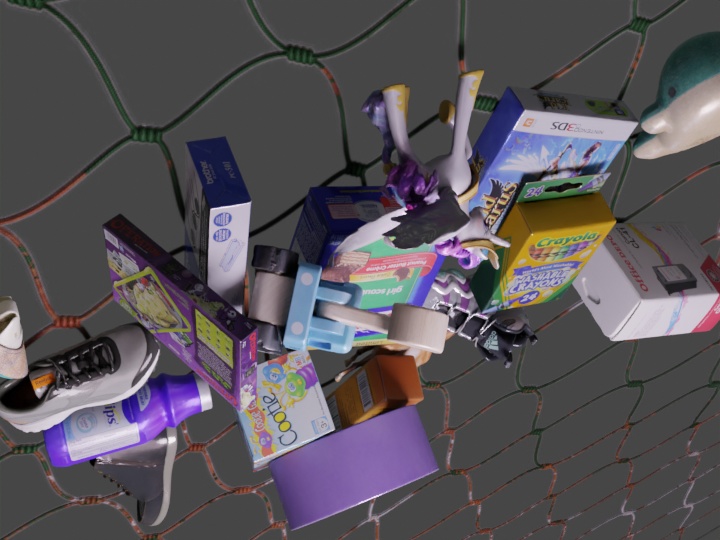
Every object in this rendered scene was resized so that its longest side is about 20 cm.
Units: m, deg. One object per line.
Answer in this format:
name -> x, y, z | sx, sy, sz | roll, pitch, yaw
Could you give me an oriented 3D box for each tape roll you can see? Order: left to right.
tape roll -> -0.008, 0.241, 1.150 | 0.196, 0.086, 0.200 | -20, 168, -5

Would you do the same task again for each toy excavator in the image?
toy excavator -> -0.020, 0.043, 0.936 | 0.196, 0.102, 0.195 | 11, 172, -3

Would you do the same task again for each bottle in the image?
bottle -> -0.277, 0.168, 1.116 | 0.196, 0.084, 0.066 | -14, 142, -17

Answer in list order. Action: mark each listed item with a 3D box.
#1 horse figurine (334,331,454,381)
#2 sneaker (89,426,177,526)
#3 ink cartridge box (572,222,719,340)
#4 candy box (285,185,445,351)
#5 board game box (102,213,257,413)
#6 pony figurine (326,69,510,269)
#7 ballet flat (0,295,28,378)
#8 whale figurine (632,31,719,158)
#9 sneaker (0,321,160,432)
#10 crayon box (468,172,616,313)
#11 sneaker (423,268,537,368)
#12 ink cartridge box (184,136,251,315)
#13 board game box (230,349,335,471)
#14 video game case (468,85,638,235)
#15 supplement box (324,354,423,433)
horse figurine -> 0.042, 0.108, 1.278 | 0.132, 0.051, 0.198 | -39, 146, 28
sneaker -> -0.306, 0.264, 1.235 | 0.104, 0.075, 0.203 | -3, 128, -23
ink cartridge box -> 0.402, 0.011, 1.307 | 0.197, 0.149, 0.086 | -2, 138, -32
candy box -> 0.000, 0.000, 1.094 | 0.166, 0.078, 0.202 | -4, 139, -26
board game box -> -0.180, 0.042, 0.937 | 0.032, 0.199, 0.121 | -36, 153, -36
pony figurine -> 0.063, -0.084, 0.935 | 0.190, 0.205, 0.165 | -15, -172, -30
ballet flat -> -0.379, 0.047, 0.921 | 0.067, 0.068, 0.200 | -38, 145, 3
whale figurine -> 0.389, -0.203, 1.102 | 0.156, 0.106, 0.200 | -16, 167, -16
sneaker -> -0.309, 0.116, 1.026 | 0.197, 0.075, 0.079 | -27, 162, 0
crayon box -> 0.225, -0.030, 1.150 | 0.123, 0.052, 0.201 | -9, 147, -23
sneaker -> 0.152, 0.071, 1.223 | 0.196, 0.141, 0.078 | -2, 139, -31
ink cartridge box -> -0.148, -0.026, 0.953 | 0.043, 0.095, 0.202 | -11, 141, -20
board game box -> -0.102, 0.176, 1.158 | 0.101, 0.107, 0.200 | -19, 169, -11
video game case -> 0.206, -0.117, 1.112 | 0.178, 0.046, 0.202 | 0, 136, -31
supplement box -> 0.003, 0.184, 1.272 | 0.065, 0.070, 0.200 | 3, 152, -32
